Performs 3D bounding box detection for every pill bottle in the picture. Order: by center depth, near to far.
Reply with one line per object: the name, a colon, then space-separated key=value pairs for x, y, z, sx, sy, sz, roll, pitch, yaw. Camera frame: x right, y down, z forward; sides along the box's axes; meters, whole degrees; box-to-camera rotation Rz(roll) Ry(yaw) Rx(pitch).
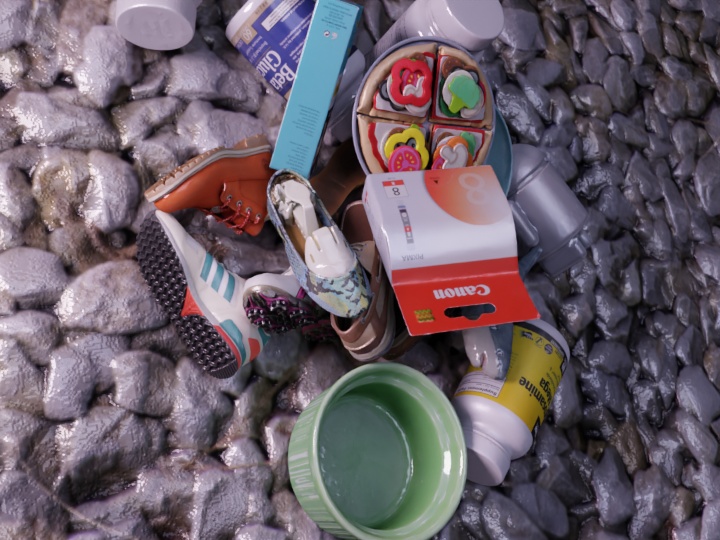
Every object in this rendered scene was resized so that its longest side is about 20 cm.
pill bottle: x=-0.235 y=-0.373 z=1.074 sx=0.109 sy=0.109 sz=0.202 roll=10 pitch=69 yaw=-27
pill bottle: x=0.178 y=0.161 z=1.136 sx=0.112 sy=0.112 sz=0.201 roll=40 pitch=59 yaw=-13
pill bottle: x=-0.064 y=-0.261 z=1.136 sx=0.200 sy=0.111 sz=0.111 roll=45 pitch=57 yaw=-9
pill bottle: x=0.089 y=-0.285 z=1.175 sx=0.112 sy=0.200 sz=0.115 roll=14 pitch=61 yaw=-27

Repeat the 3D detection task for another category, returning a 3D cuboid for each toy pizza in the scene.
toy pizza: x=0.083 y=-0.175 z=1.080 sx=0.198 sy=0.032 sz=0.203 roll=-6 pitch=103 yaw=-26

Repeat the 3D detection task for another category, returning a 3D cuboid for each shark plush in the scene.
shark plush: x=0.181 y=0.051 z=1.141 sx=0.083 sy=0.092 sz=0.200 roll=22 pitch=43 yaw=19

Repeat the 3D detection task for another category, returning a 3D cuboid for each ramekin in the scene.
ramekin: x=0.014 y=0.212 z=1.031 sx=0.198 sy=0.098 sz=0.202 roll=10 pitch=69 yaw=-27

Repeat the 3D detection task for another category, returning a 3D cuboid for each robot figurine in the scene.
robot figurine: x=0.234 y=-0.091 z=1.253 sx=0.201 sy=0.113 sz=0.170 roll=51 pitch=30 yaw=-6

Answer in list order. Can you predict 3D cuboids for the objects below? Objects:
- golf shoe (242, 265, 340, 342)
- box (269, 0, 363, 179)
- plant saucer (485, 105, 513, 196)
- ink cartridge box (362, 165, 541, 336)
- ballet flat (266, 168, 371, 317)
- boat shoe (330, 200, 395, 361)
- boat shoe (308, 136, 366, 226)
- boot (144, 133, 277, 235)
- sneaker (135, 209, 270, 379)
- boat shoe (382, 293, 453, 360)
golf shoe: x=-0.072 y=0.024 z=1.030 sx=0.200 sy=0.072 sz=0.093 roll=23 pitch=54 yaw=-61
box: x=-0.050 y=-0.213 z=1.049 sx=0.049 sy=0.082 sz=0.202 roll=18 pitch=107 yaw=-2
plant saucer: x=0.105 y=-0.139 z=1.148 sx=0.198 sy=0.036 sz=0.203 roll=-2 pitch=95 yaw=-29
ink cartridge box: x=0.101 y=-0.029 z=1.014 sx=0.160 sy=0.050 sz=0.201 roll=-6 pitch=51 yaw=-17
ballet flat: x=-0.051 y=-0.036 z=0.980 sx=0.074 sy=0.075 sz=0.200 roll=-12 pitch=49 yaw=-32
boat shoe: x=0.000 y=0.000 z=1.028 sx=0.072 sy=0.075 sz=0.202 roll=40 pitch=37 yaw=-48
boat shoe: x=-0.023 y=-0.104 z=1.135 sx=0.070 sy=0.071 sz=0.200 roll=39 pitch=55 yaw=14
boot: x=-0.153 y=-0.084 z=1.029 sx=0.199 sy=0.075 sz=0.108 roll=-28 pitch=97 yaw=-52
sneaker: x=-0.172 y=0.018 z=1.016 sx=0.093 sy=0.070 sz=0.201 roll=-29 pitch=88 yaw=-52
boat shoe: x=0.083 y=0.022 z=1.081 sx=0.200 sy=0.068 sz=0.072 roll=-42 pitch=58 yaw=-12
